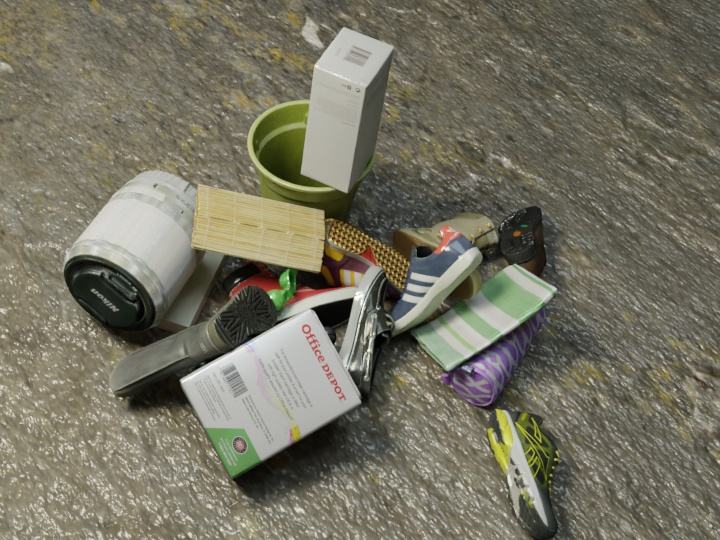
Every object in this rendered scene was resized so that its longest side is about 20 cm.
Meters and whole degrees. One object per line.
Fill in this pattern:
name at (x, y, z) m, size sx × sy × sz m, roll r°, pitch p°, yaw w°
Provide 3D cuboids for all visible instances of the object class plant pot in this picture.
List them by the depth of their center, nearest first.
plant pot at (-0.084, -0.133, 1.662) m, size 0.198 × 0.185 × 0.202 m, roll 5°, pitch 49°, yaw -5°

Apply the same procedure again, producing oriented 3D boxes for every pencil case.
pencil case at (0.201, 0.113, 1.565) m, size 0.085 × 0.085 × 0.200 m, roll 11°, pitch 42°, yaw 33°

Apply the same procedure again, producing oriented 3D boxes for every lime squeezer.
lime squeezer at (-0.123, 0.027, 1.543) m, size 0.070 × 0.038 × 0.200 m, roll 3°, pitch 44°, yaw 50°

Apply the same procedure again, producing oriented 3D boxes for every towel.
towel at (0.181, 0.065, 1.552) m, size 0.199 × 0.024 × 0.153 m, roll -32°, pitch 23°, yaw -8°

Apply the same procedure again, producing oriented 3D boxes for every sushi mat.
sushi mat at (-0.146, -0.059, 1.527) m, size 0.198 × 0.012 × 0.097 m, roll 11°, pitch 71°, yaw -21°

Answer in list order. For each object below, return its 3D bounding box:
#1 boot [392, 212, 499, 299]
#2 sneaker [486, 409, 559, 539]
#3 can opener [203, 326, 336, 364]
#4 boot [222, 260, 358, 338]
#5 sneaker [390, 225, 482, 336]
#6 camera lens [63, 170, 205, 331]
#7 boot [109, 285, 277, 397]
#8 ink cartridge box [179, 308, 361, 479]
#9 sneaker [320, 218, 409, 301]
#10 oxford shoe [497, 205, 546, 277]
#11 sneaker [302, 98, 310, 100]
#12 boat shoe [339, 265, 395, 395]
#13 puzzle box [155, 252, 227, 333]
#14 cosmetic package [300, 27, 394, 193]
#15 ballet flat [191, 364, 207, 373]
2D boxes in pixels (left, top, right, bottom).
boot at (0.164, -0.029, 1.661) m, size 0.154 × 0.073 × 0.200 m, roll -16°, pitch 29°, yaw -29°
sneaker at (0.239, 0.268, 1.434) m, size 0.084 × 0.075 × 0.201 m, roll -5°, pitch 50°, yaw -14°
can opener at (-0.129, 0.115, 1.519) m, size 0.198 × 0.064 × 0.079 m, roll -3°, pitch 50°, yaw -12°
boot at (-0.103, 0.027, 1.598) m, size 0.198 × 0.073 × 0.145 m, roll -14°, pitch 51°, yaw -15°
sneaker at (0.090, 0.014, 1.561) m, size 0.085 × 0.200 × 0.075 m, roll 50°, pitch 25°, yaw 14°
camera lens at (-0.317, -0.026, 1.514) m, size 0.159 × 0.161 × 0.201 m, roll 20°, pitch 49°, yaw 9°
boot at (-0.230, 0.102, 1.460) m, size 0.073 × 0.199 × 0.182 m, roll 59°, pitch 29°, yaw 2°
ink cartridge box at (-0.119, 0.163, 1.399) m, size 0.199 × 0.084 × 0.146 m, roll -29°, pitch 85°, yaw -12°
sneaker at (0.000, 0.000, 1.639) m, size 0.199 × 0.090 × 0.075 m, roll 34°, pitch 39°, yaw -15°
oxford shoe at (0.269, -0.041, 1.720) m, size 0.072 × 0.085 × 0.200 m, roll -17°, pitch 25°, yaw 23°
sneaker at (-0.039, -0.299, 1.894) m, size 0.088 × 0.074 × 0.200 m, roll 30°, pitch 61°, yaw 17°
boat shoe at (0.017, 0.089, 1.539) m, size 0.063 × 0.071 × 0.202 m, roll 9°, pitch 67°, yaw 17°
puzzle box at (-0.288, 0.003, 1.617) m, size 0.132 × 0.026 × 0.201 m, roll 16°, pitch 48°, yaw 6°
cosmetic package at (-0.020, -0.224, 1.495) m, size 0.084 × 0.201 × 0.108 m, roll 22°, pitch 47°, yaw 8°
ballet flat at (-0.142, 0.173, 1.471) m, size 0.198 × 0.071 × 0.071 m, roll 6°, pitch 48°, yaw -1°
